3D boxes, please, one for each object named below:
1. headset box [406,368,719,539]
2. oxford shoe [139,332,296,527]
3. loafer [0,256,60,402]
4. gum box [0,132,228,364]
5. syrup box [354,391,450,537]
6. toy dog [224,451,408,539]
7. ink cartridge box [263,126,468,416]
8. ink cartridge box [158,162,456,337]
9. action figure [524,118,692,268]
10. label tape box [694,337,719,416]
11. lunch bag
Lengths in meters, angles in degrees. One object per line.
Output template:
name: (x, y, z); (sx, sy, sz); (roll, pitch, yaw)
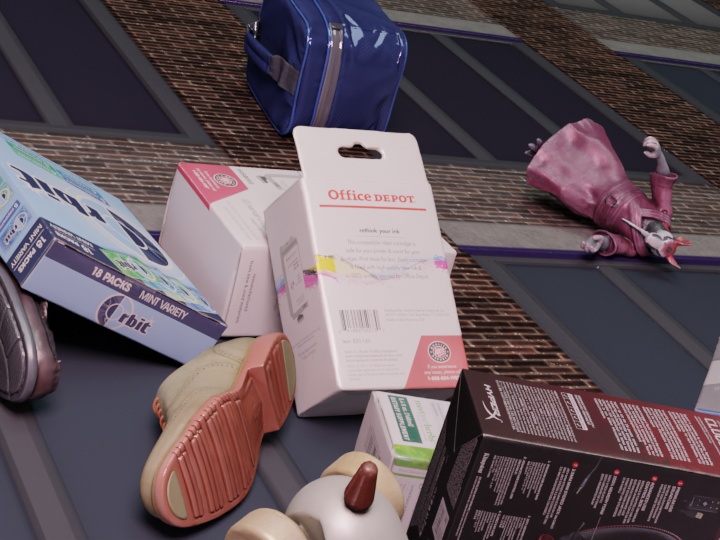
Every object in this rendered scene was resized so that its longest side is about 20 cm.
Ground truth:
headset box: (0.137, 0.155, 0.894); (0.197, 0.150, 0.075); (10, 26, -12)
oxford shoe: (-0.104, 0.104, 0.968); (0.073, 0.072, 0.200); (-3, 19, 19)
loafer: (-0.240, 0.023, 1.025); (0.062, 0.073, 0.200); (3, 25, -37)
gum box: (-0.208, -0.023, 1.089); (0.169, 0.045, 0.200); (32, 8, -45)
syrup box: (0.098, 0.144, 0.974); (0.197, 0.082, 0.079); (9, 26, -14)
toy dog: (0.028, 0.170, 0.770); (0.199, 0.096, 0.132); (34, 49, -4)
ink cartridge box: (0.000, 0.000, 1.098); (0.115, 0.067, 0.203); (2, 68, -32)
ink cartridge box: (-0.044, -0.017, 1.215); (0.198, 0.084, 0.147); (1, 29, -31)
action figure: (0.258, -0.062, 1.536); (0.200, 0.134, 0.149); (47, -7, 27)
label tape box: (0.260, 0.143, 0.993); (0.065, 0.145, 0.200); (-1, 17, 23)
lunch bag: (-0.051, -0.230, 1.595); (0.131, 0.137, 0.200); (5, 26, -25)
